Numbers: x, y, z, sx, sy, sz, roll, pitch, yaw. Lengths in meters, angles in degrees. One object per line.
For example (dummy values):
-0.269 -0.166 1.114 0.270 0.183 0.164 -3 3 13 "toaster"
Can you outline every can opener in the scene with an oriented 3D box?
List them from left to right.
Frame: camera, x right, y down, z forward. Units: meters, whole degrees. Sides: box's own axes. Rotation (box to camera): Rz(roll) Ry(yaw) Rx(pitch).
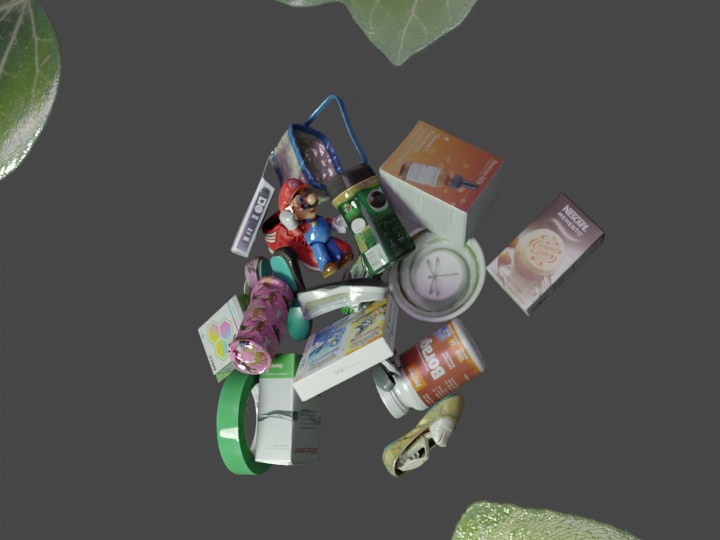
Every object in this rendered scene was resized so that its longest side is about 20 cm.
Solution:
0.035 0.157 1.396 0.052 0.200 0.067 39 98 -17 "can opener"

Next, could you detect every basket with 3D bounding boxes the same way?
-0.085 -0.239 1.535 0.198 0.137 0.180 -34 68 36 "basket"

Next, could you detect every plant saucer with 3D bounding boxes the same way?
0.153 0.008 1.452 0.194 0.050 0.206 -7 70 18 "plant saucer"

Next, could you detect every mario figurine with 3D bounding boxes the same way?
-0.085 -0.093 1.445 0.105 0.123 0.203 -33 93 8 "mario figurine"

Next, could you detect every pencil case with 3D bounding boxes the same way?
-0.188 0.101 1.420 0.081 0.087 0.202 -25 30 29 "pencil case"

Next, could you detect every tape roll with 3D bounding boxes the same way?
-0.213 0.291 1.440 0.047 0.200 0.207 -3 77 17 "tape roll"

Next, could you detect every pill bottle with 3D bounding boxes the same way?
0.130 0.189 1.393 0.198 0.112 0.114 -34 70 8 "pill bottle"

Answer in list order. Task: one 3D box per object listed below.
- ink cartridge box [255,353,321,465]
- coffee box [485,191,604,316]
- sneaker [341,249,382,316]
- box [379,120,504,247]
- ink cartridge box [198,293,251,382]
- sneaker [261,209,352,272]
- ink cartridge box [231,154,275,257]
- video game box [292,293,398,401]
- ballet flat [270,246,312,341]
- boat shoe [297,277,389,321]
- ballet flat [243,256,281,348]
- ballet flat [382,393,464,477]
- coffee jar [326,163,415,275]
-0.137 0.272 1.448 0.081 0.146 0.206 -3 76 19 "ink cartridge box"
0.346 -0.030 1.385 0.200 0.080 0.115 -45 69 5 "coffee box"
0.000 0.000 1.497 0.083 0.078 0.206 5 80 20 "sneaker"
0.157 -0.171 1.438 0.197 0.107 0.153 28 62 22 "box"
-0.275 0.144 1.529 0.199 0.059 0.106 -38 68 33 "ink cartridge box"
-0.119 -0.062 1.523 0.194 0.116 0.080 4 63 19 "sneaker"
-0.215 -0.127 1.540 0.042 0.198 0.205 21 87 -9 "ink cartridge box"
-0.024 0.140 1.382 0.197 0.183 0.047 -29 110 16 "video game box"
-0.131 0.043 1.523 0.066 0.069 0.205 -2 114 23 "ballet flat"
-0.032 0.057 1.439 0.197 0.074 0.067 -9 98 24 "boat shoe"
-0.212 0.074 1.563 0.070 0.068 0.206 -18 75 32 "ballet flat"
0.126 0.317 1.388 0.199 0.070 0.071 -40 69 10 "ballet flat"
0.017 -0.101 1.415 0.085 0.103 0.204 -30 88 45 "coffee jar"
